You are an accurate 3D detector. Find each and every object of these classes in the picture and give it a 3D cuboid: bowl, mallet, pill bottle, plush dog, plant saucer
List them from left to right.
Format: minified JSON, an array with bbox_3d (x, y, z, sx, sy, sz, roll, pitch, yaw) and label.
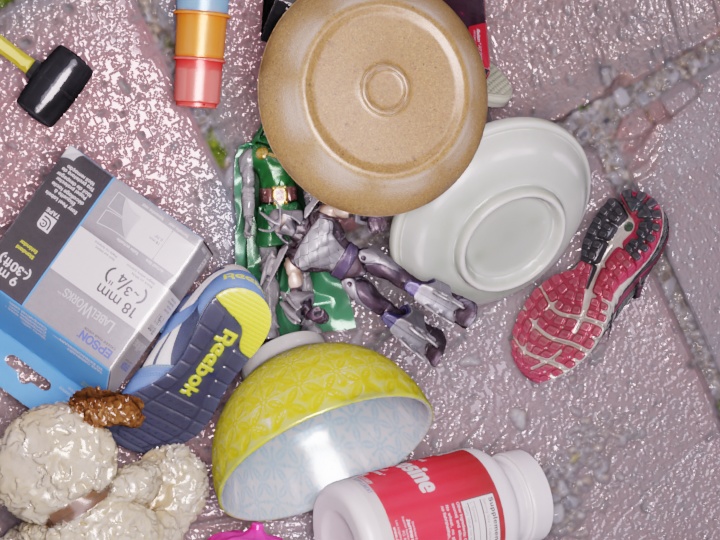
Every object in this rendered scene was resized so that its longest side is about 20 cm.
[{"bbox_3d":[-0.325,-0.195,1.365,0.199,0.041,0.066,30,88,-9],"label":"mallet"},{"bbox_3d":[-0.234,0.188,1.324,0.199,0.161,0.173,-30,108,0],"label":"plush dog"},{"bbox_3d":[-0.048,0.118,1.394,0.198,0.201,0.108,-20,63,-12],"label":"bowl"},{"bbox_3d":[0.016,-0.146,1.324,0.198,0.035,0.202,0,88,-15],"label":"plant saucer"},{"bbox_3d":[0.067,0.221,1.434,0.198,0.112,0.113,-11,96,-28],"label":"pill bottle"},{"bbox_3d":[0.123,-0.038,1.423,0.198,0.050,0.201,-15,132,-18],"label":"plant saucer"}]

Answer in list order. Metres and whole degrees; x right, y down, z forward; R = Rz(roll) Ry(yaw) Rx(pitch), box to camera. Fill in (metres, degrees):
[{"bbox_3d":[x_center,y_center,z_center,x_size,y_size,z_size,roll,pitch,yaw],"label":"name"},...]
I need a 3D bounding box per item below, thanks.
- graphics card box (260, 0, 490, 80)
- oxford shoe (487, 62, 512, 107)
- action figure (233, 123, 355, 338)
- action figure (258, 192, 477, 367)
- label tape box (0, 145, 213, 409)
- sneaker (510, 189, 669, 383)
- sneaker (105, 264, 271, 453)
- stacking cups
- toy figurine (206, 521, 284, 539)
[{"bbox_3d":[0.014,-0.223,1.404,0.198,0.126,0.051,16,133,-13],"label":"graphics card box"},{"bbox_3d":[0.041,-0.171,1.449,0.198,0.076,0.058,5,131,-22],"label":"oxford shoe"},{"bbox_3d":[-0.071,-0.042,1.428,0.117,0.055,0.202,-6,90,-11],"label":"action figure"},{"bbox_3d":[0.000,0.000,1.378,0.199,0.069,0.131,32,111,-9],"label":"action figure"},{"bbox_3d":[-0.239,0.021,1.360,0.144,0.063,0.201,34,83,7],"label":"label tape box"},{"bbox_3d":[0.219,0.024,1.496,0.081,0.075,0.200,41,95,29],"label":"sneaker"},{"bbox_3d":[-0.146,0.077,1.397,0.074,0.083,0.200,34,112,-25],"label":"sneaker"},{"bbox_3d":[-0.132,-0.242,1.402,0.060,0.060,0.202,1,97,-14],"label":"stacking cups"},{"bbox_3d":[-0.115,0.315,1.407,0.184,0.150,0.201,-45,124,-17],"label":"toy figurine"}]
